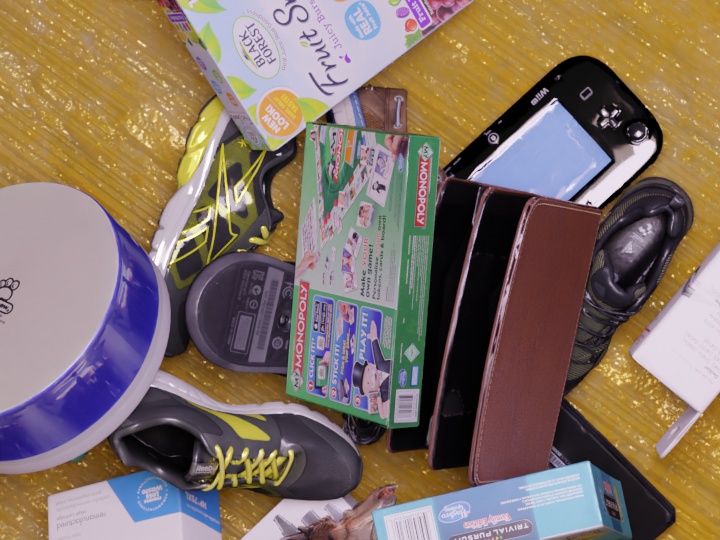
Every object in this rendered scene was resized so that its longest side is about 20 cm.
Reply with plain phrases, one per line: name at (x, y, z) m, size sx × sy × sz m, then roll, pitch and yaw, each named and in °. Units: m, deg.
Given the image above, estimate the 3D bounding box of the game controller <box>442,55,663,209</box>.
game controller at (0.128, -0.067, 1.694) m, size 0.200 × 0.042 × 0.104 m, roll -42°, pitch 86°, yaw 3°

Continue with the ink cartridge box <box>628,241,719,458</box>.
ink cartridge box at (0.257, 0.037, 1.643) m, size 0.067 × 0.116 × 0.200 m, roll 40°, pitch 93°, yaw 4°

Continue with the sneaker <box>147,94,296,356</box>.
sneaker at (-0.106, -0.028, 1.692) m, size 0.084 × 0.074 × 0.201 m, roll 17°, pitch 91°, yaw 5°

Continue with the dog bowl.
dog bowl at (-0.240, 0.039, 1.610) m, size 0.199 × 0.079 × 0.201 m, roll -13°, pitch 54°, yaw 18°

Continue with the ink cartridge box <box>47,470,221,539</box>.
ink cartridge box at (-0.162, 0.255, 1.658) m, size 0.116 × 0.067 × 0.201 m, roll -16°, pitch 62°, yaw 20°

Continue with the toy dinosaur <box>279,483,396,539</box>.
toy dinosaur at (-0.060, 0.223, 1.609) m, size 0.199 × 0.136 × 0.086 m, roll -9°, pitch 107°, yaw -7°

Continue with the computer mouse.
computer mouse at (-0.053, 0.043, 1.676) m, size 0.199 × 0.053 × 0.139 m, roll 18°, pitch 88°, yaw -33°

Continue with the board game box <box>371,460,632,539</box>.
board game box at (0.104, 0.179, 1.579) m, size 0.150 × 0.200 × 0.047 m, roll -14°, pitch 78°, yaw 10°

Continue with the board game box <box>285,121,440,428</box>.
board game box at (0.000, 0.000, 1.592) m, size 0.029 × 0.134 × 0.201 m, roll 1°, pitch 97°, yaw -33°

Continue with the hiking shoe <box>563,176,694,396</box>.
hiking shoe at (0.168, 0.016, 1.656) m, size 0.076 × 0.101 × 0.200 m, roll 35°, pitch 98°, yaw 5°

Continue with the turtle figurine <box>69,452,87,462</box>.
turtle figurine at (-0.270, 0.099, 1.702) m, size 0.199 × 0.101 × 0.150 m, roll 26°, pitch 71°, yaw 21°

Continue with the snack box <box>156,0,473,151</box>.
snack box at (-0.032, -0.201, 1.653) m, size 0.200 × 0.053 × 0.143 m, roll -38°, pitch 106°, yaw -16°

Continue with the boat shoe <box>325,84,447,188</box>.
boat shoe at (0.029, -0.055, 1.663) m, size 0.072 × 0.072 × 0.201 m, roll -13°, pitch 66°, yaw -4°

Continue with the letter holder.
letter holder at (0.080, 0.041, 1.575) m, size 0.100 × 0.142 × 0.201 m, roll 13°, pitch 94°, yaw 25°

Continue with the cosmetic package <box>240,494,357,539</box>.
cosmetic package at (-0.077, 0.244, 1.707) m, size 0.200 × 0.051 × 0.083 m, roll -44°, pitch 85°, yaw 4°

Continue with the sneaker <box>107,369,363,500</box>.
sneaker at (-0.096, 0.135, 1.627) m, size 0.199 × 0.085 × 0.075 m, roll 14°, pitch 114°, yaw -7°

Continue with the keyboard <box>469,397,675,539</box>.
keyboard at (0.135, 0.143, 1.689) m, size 0.104 × 0.040 × 0.200 m, roll -43°, pitch 97°, yaw 17°
